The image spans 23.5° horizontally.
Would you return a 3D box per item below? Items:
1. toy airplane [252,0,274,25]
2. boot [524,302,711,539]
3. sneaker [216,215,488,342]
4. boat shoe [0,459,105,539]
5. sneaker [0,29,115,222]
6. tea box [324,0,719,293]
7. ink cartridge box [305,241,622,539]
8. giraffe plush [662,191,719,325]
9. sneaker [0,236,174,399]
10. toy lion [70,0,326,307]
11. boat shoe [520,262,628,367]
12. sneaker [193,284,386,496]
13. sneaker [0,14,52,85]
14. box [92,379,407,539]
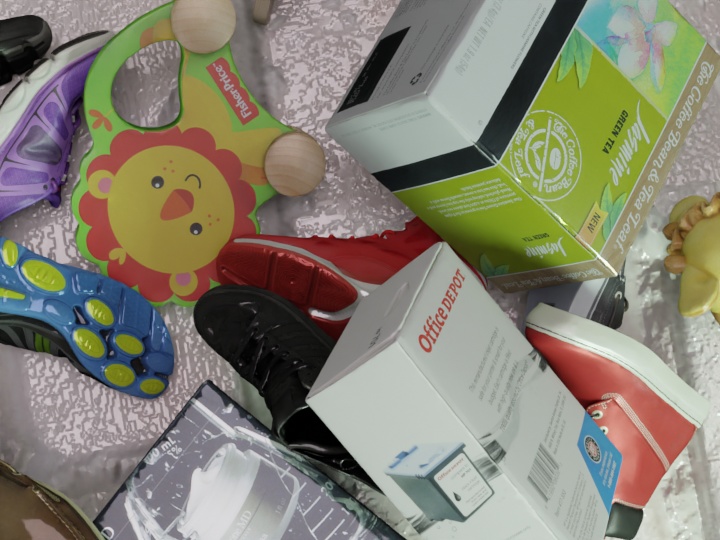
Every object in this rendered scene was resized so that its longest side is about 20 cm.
[{"bbox_3d":[-0.045,-0.300,1.263,0.140,0.200,0.201,3,79,-18],"label":"toy airplane"},{"bbox_3d":[0.160,0.118,1.227,0.200,0.072,0.145,36,83,-42],"label":"boot"},{"bbox_3d":[0.000,0.000,1.280,0.198,0.079,0.116,19,37,4],"label":"sneaker"},{"bbox_3d":[-0.254,0.157,1.148,0.201,0.075,0.075,30,80,18],"label":"boat shoe"},{"bbox_3d":[-0.242,-0.095,1.297,0.083,0.081,0.200,40,89,-14],"label":"sneaker"},{"bbox_3d":[0.118,-0.124,1.220,0.196,0.133,0.201,40,65,-23],"label":"tea box"},{"bbox_3d":[0.073,0.103,1.122,0.086,0.147,0.200,-36,101,28],"label":"ink cartridge box"},{"bbox_3d":[0.309,-0.009,1.266,0.161,0.173,0.202,-19,94,17],"label":"giraffe plush"},{"bbox_3d":[-0.225,0.030,1.271,0.199,0.083,0.071,28,75,-14],"label":"sneaker"},{"bbox_3d":[-0.137,-0.082,1.276,0.191,0.069,0.201,-33,104,-3],"label":"toy lion"},{"bbox_3d":[0.168,0.032,1.289,0.066,0.070,0.202,22,79,-35],"label":"boat shoe"},{"bbox_3d":[-0.041,0.081,1.193,0.199,0.104,0.060,32,110,6],"label":"sneaker"},{"bbox_3d":[-0.332,-0.168,1.293,0.198,0.075,0.080,-15,80,-5],"label":"sneaker"},{"bbox_3d":[-0.091,0.218,1.224,0.196,0.124,0.200,37,82,5],"label":"box"}]
